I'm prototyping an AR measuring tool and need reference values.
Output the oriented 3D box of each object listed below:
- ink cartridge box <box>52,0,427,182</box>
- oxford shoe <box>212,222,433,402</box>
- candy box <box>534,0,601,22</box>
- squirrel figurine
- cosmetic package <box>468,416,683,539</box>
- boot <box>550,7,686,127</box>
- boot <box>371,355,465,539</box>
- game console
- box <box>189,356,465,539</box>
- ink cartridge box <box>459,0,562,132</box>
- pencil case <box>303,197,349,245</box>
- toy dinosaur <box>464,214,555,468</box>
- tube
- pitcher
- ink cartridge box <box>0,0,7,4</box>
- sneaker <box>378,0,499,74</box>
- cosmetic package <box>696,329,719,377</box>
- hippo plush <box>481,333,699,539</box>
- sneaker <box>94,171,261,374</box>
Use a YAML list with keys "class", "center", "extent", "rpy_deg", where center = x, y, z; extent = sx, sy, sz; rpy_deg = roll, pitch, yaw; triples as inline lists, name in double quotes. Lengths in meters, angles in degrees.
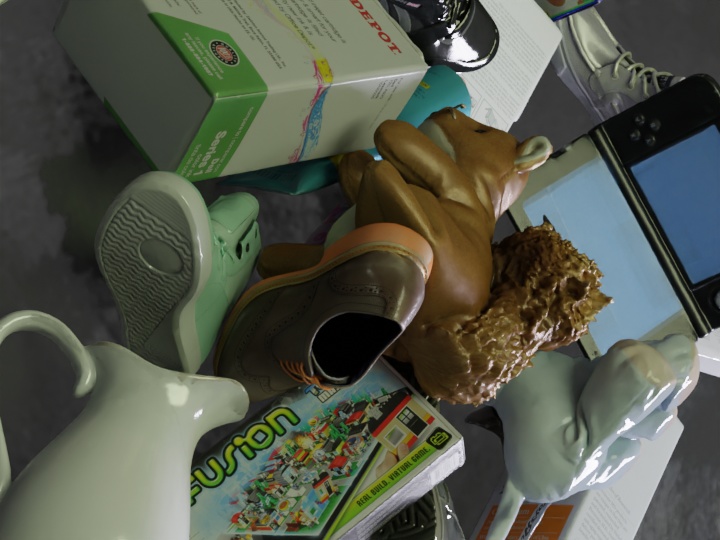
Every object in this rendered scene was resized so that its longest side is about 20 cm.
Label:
- class: "ink cartridge box"
  center: [-0.076, -0.145, 1.204]
  extent: [0.199, 0.084, 0.145]
  rpy_deg: [-14, 58, -45]
- class: "oxford shoe"
  center: [-0.034, 0.044, 1.149]
  extent: [0.071, 0.200, 0.073]
  rpy_deg: [29, 47, -22]
- class: "candy box"
  center: [0.162, -0.333, 1.505]
  extent: [0.201, 0.077, 0.169]
  rpy_deg: [55, 51, -14]
- class: "squirrel figurine"
  center: [0.068, -0.016, 1.231]
  extent: [0.200, 0.142, 0.187]
  rpy_deg: [45, 42, 2]
- class: "cosmetic package"
  center: [0.167, 0.179, 1.449]
  extent: [0.071, 0.101, 0.201]
  rpy_deg: [52, 52, -27]
- class: "boot"
  center: [0.235, -0.163, 1.561]
  extent: [0.201, 0.095, 0.074]
  rpy_deg: [56, 51, -23]
- class: "boot"
  center: [0.047, 0.167, 1.308]
  extent: [0.200, 0.072, 0.183]
  rpy_deg: [54, 32, -58]
- class: "game console"
  center: [0.245, -0.029, 1.498]
  extent: [0.201, 0.175, 0.116]
  rpy_deg: [61, 32, -4]
- class: "box"
  center: [-0.041, 0.141, 1.188]
  extent: [0.199, 0.110, 0.035]
  rpy_deg: [-37, 150, -18]
- class: "ink cartridge box"
  center: [0.055, -0.177, 1.418]
  extent: [0.200, 0.043, 0.174]
  rpy_deg: [43, 68, -34]
- class: "pencil case"
  center: [0.000, 0.000, 1.315]
  extent: [0.200, 0.087, 0.088]
  rpy_deg: [-51, 120, -36]
- class: "toy dinosaur"
  center: [0.112, 0.050, 1.431]
  extent: [0.076, 0.102, 0.202]
  rpy_deg: [6, 63, -6]
- class: "tube"
  center: [-0.004, -0.092, 1.308]
  extent: [0.199, 0.077, 0.051]
  rpy_deg: [-29, 111, -38]
- class: "pitcher"
  center: [-0.177, 0.134, 1.104]
  extent: [0.170, 0.121, 0.201]
  rpy_deg: [25, 63, -7]
- class: "ink cartridge box"
  center: [-0.300, -0.180, 1.050]
  extent: [0.200, 0.048, 0.146]
  rpy_deg: [-45, 116, -39]
- class: "sneaker"
  center: [0.045, -0.203, 1.323]
  extent: [0.199, 0.087, 0.076]
  rpy_deg: [32, 73, -37]
- class: "cosmetic package"
  center: [0.300, 0.043, 1.636]
  extent: [0.199, 0.050, 0.083]
  rpy_deg: [17, 70, -43]
- class: "hippo plush"
  center: [0.128, 0.080, 1.319]
  extent: [0.200, 0.161, 0.159]
  rpy_deg: [-45, 160, 5]
- class: "sneaker"
  center: [-0.108, -0.027, 1.159]
  extent: [0.201, 0.073, 0.119]
  rpy_deg: [98, 17, -57]
